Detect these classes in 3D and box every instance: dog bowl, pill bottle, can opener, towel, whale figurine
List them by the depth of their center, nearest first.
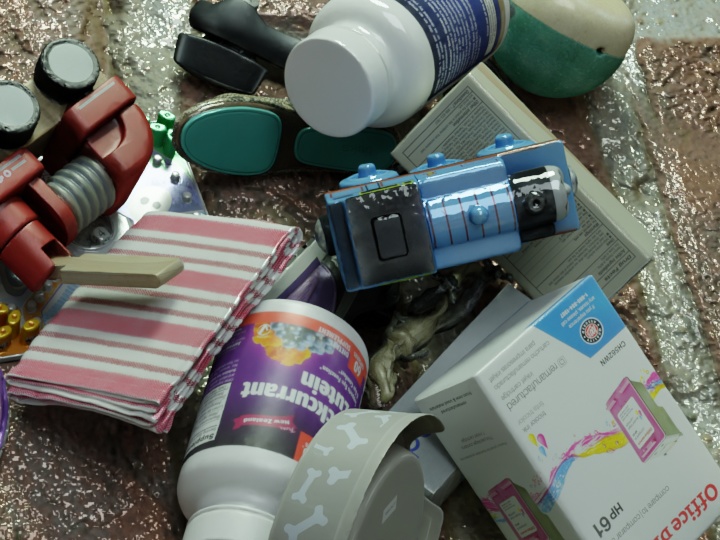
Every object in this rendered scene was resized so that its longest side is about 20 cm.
[{"bbox_3d":[-0.005,0.183,1.445,0.058,0.201,0.200,15,48,19],"label":"dog bowl"},{"bbox_3d":[-0.065,0.129,1.516,0.111,0.112,0.201,16,51,-3],"label":"pill bottle"},{"bbox_3d":[-0.146,0.031,1.552,0.146,0.030,0.200,9,46,34],"label":"towel"},{"bbox_3d":[0.027,-0.180,1.718,0.111,0.111,0.200,36,40,13],"label":"pill bottle"},{"bbox_3d":[-0.053,-0.173,1.797,0.199,0.079,0.063,18,13,-7],"label":"can opener"},{"bbox_3d":[0.144,-0.220,1.867,0.159,0.104,0.200,13,22,-41],"label":"whale figurine"}]

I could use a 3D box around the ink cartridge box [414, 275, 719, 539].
[{"bbox_3d":[0.156,0.129,1.549,0.144,0.085,0.201,-38,97,-36],"label":"ink cartridge box"}]

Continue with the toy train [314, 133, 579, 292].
[{"bbox_3d":[0.065,-0.042,1.583,0.199,0.087,0.114,-12,11,-1],"label":"toy train"}]

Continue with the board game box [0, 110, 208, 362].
[{"bbox_3d":[-0.208,-0.033,1.655,0.199,0.026,0.201,-9,57,-22],"label":"board game box"}]

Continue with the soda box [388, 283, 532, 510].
[{"bbox_3d":[0.075,0.101,1.609,0.068,0.064,0.200,37,52,12],"label":"soda box"}]

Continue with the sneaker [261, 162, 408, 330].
[{"bbox_3d":[0.000,0.000,1.674,0.088,0.076,0.200,44,57,0],"label":"sneaker"}]

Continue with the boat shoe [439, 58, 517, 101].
[{"bbox_3d":[0.121,-0.118,1.791,0.071,0.068,0.201,-8,54,-22],"label":"boat shoe"}]

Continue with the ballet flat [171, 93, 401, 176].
[{"bbox_3d":[-0.066,-0.112,1.739,0.199,0.068,0.075,1,28,-25],"label":"ballet flat"}]

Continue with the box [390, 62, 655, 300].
[{"bbox_3d":[0.128,-0.056,1.681,0.200,0.095,0.078,47,16,-2],"label":"box"}]

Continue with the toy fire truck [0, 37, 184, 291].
[{"bbox_3d":[-0.205,-0.054,1.589,0.200,0.129,0.176,45,53,5],"label":"toy fire truck"}]

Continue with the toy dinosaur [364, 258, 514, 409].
[{"bbox_3d":[0.063,0.026,1.629,0.047,0.088,0.200,47,46,1],"label":"toy dinosaur"}]

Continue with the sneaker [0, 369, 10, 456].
[{"bbox_3d":[-0.278,0.106,1.488,0.080,0.089,0.201,3,51,-12],"label":"sneaker"}]
